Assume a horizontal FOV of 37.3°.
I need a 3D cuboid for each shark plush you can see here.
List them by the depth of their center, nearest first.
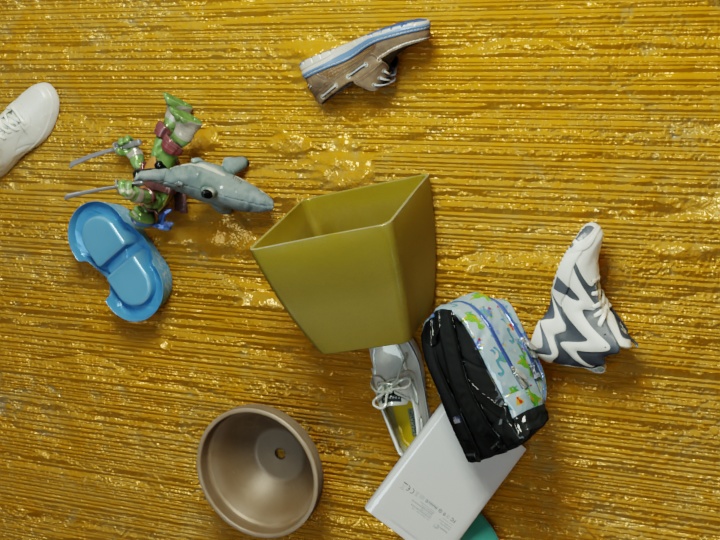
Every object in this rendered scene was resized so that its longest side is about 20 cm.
[{"bbox_3d":[-0.218,-0.127,1.499,0.091,0.200,0.083,-57,39,12],"label":"shark plush"}]

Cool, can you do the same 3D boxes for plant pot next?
[{"bbox_3d":[0.000,0.000,1.433,0.199,0.200,0.177,-10,109,23],"label":"plant pot"},{"bbox_3d":[-0.137,0.288,1.597,0.200,0.093,0.202,5,104,21],"label":"plant pot"}]

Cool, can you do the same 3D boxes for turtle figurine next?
[{"bbox_3d":[-0.326,-0.165,1.543,0.200,0.144,0.194,33,105,1],"label":"turtle figurine"}]

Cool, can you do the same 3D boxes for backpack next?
[{"bbox_3d":[0.160,0.130,1.406,0.200,0.154,0.163,53,151,5],"label":"backpack"}]

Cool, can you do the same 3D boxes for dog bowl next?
[{"bbox_3d":[-0.366,-0.019,1.646,0.111,0.050,0.200,-36,87,24],"label":"dog bowl"}]

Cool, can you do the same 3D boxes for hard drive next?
[{"bbox_3d":[0.118,0.287,1.478,0.132,0.025,0.200,37,89,-2],"label":"hard drive"}]

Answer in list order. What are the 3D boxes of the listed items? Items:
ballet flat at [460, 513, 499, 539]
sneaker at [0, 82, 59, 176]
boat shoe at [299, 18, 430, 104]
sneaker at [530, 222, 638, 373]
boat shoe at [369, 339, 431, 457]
[{"bbox_3d":[0.123,0.350,1.532,0.200,0.067,0.064,47,142,7],"label":"ballet flat"},{"bbox_3d":[-0.556,-0.209,1.644,0.200,0.116,0.074,-44,82,22],"label":"sneaker"},{"bbox_3d":[0.015,-0.279,1.431,0.199,0.072,0.073,-15,101,34],"label":"boat shoe"},{"bbox_3d":[0.308,0.046,1.374,0.129,0.079,0.200,23,109,14],"label":"sneaker"},{"bbox_3d":[0.048,0.172,1.501,0.074,0.086,0.203,-9,98,23],"label":"boat shoe"}]
